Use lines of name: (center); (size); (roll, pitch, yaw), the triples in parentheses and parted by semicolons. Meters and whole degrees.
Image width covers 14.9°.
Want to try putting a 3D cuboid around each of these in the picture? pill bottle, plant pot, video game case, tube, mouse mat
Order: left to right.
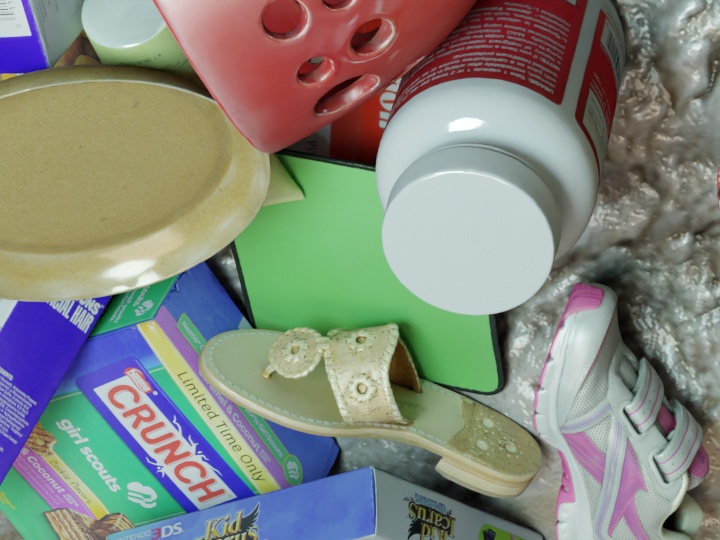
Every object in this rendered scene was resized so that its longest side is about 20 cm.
plant pot: (-0.146, -0.048, 1.409); (0.199, 0.028, 0.200); (-8, 149, -5)
tube: (-0.090, -0.082, 1.448); (0.058, 0.052, 0.200); (31, 162, 28)
video game case: (-0.020, 0.178, 1.653); (0.199, 0.046, 0.181); (-17, 153, 32)
plant pot: (-0.016, -0.184, 1.348); (0.182, 0.201, 0.201); (-28, 112, 5)
mouse mat: (0.000, 0.000, 1.570); (0.160, 0.008, 0.200); (11, 144, 16)
pill bottle: (0.069, -0.068, 1.393); (0.112, 0.200, 0.113); (6, 125, 9)

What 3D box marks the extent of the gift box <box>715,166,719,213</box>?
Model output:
gift box: (0.275, 0.003, 1.368); (0.186, 0.200, 0.185); (-4, 117, 28)

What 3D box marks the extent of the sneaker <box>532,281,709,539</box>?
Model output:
sneaker: (0.153, 0.088, 1.561); (0.088, 0.082, 0.201); (4, 133, 20)

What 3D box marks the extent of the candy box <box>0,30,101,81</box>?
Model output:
candy box: (-0.183, -0.137, 1.521); (0.200, 0.055, 0.116); (30, 134, 25)

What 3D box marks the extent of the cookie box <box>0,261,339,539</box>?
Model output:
cookie box: (-0.143, 0.092, 1.684); (0.199, 0.075, 0.171); (-17, 120, 32)

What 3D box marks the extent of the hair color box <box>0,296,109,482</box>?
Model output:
hair color box: (-0.225, 0.045, 1.594); (0.109, 0.201, 0.065); (16, 162, 46)

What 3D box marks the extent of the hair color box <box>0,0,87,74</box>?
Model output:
hair color box: (-0.158, -0.197, 1.411); (0.065, 0.200, 0.110); (2, 124, 23)

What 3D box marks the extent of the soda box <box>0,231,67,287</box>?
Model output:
soda box: (-0.225, -0.054, 1.560); (0.200, 0.064, 0.068); (26, 166, 48)

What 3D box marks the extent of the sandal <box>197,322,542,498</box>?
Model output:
sandal: (0.017, 0.060, 1.593); (0.211, 0.078, 0.070); (22, 127, -10)

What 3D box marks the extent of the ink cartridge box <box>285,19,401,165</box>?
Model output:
ink cartridge box: (-0.037, -0.106, 1.521); (0.199, 0.050, 0.163); (16, 129, 17)
